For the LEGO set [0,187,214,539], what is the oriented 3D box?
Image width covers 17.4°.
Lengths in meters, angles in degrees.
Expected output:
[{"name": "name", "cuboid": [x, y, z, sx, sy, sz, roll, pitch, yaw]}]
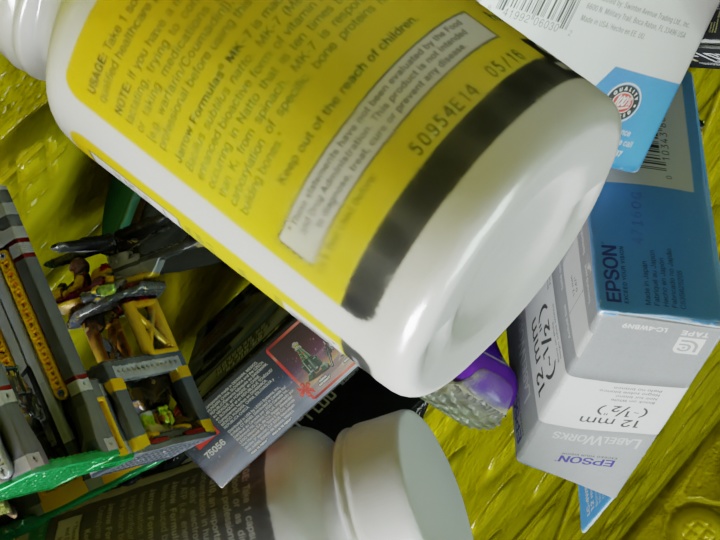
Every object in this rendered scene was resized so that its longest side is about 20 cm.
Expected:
[{"name": "LEGO set", "cuboid": [-0.146, 0.032, 0.813, 0.153, 0.116, 0.200, -28, 171, 29]}]

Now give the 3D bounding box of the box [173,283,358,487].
[{"name": "box", "cuboid": [0.000, 0.000, 1.078, 0.200, 0.040, 0.137, -42, -169, 14]}]

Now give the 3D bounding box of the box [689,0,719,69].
[{"name": "box", "cuboid": [0.176, -0.190, 1.044, 0.043, 0.160, 0.201, 14, 88, -33]}]

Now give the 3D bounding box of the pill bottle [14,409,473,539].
[{"name": "pill bottle", "cuboid": [-0.054, 0.140, 1.101, 0.199, 0.114, 0.113, -20, 172, 15]}]

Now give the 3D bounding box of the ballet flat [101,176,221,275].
[{"name": "ballet flat", "cuboid": [-0.050, -0.071, 0.898, 0.200, 0.068, 0.068, 113, -21, -51]}]

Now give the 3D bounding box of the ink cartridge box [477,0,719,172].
[{"name": "ink cartridge box", "cuboid": [0.089, -0.154, 0.975, 0.146, 0.086, 0.201, 9, 110, -45]}]

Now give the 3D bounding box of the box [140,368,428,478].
[{"name": "box", "cuboid": [-0.059, 0.139, 1.292, 0.164, 0.086, 0.200, -43, 163, -36]}]

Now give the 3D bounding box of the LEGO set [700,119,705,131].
[{"name": "LEGO set", "cuboid": [0.170, -0.030, 1.544, 0.154, 0.116, 0.200, -60, 164, 22]}]

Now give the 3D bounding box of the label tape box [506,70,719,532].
[{"name": "label tape box", "cuboid": [0.106, 0.016, 1.124, 0.200, 0.066, 0.144, 115, -23, -53]}]

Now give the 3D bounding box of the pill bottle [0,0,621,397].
[{"name": "pill bottle", "cuboid": [-0.027, -0.062, 0.745, 0.114, 0.200, 0.114, -47, 164, -18]}]

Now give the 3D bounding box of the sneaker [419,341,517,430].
[{"name": "sneaker", "cuboid": [0.032, 0.004, 1.168, 0.100, 0.069, 0.200, -57, -151, 2]}]
